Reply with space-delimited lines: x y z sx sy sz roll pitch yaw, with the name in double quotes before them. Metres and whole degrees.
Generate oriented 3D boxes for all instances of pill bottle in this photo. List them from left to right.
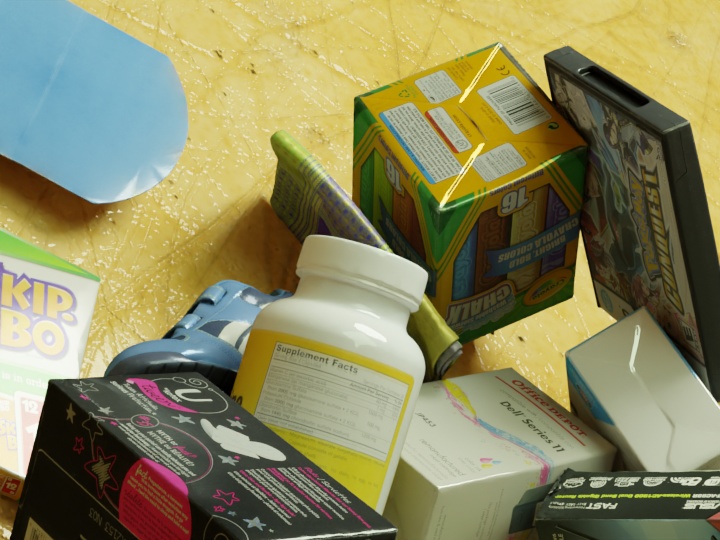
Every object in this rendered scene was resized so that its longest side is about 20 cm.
"pill bottle" -0.025 0.086 1.510 0.112 0.112 0.201 21 80 -25

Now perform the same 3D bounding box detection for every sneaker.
"sneaker" -0.096 0.054 1.585 0.200 0.074 0.082 -4 52 -49

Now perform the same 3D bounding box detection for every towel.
"towel" 0.000 0.000 1.680 0.023 0.144 0.200 -36 81 -12

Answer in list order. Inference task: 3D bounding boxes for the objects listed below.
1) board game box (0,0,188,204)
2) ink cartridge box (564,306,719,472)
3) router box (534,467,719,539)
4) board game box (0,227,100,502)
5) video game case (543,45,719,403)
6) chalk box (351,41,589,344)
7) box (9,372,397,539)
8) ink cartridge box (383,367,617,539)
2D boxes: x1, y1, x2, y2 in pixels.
"board game box" -0.215 -0.115 1.662 0.199 0.039 0.158 28 46 -11
"ink cartridge box" 0.200 0.119 1.678 0.067 0.200 0.116 -32 67 -7
"router box" 0.207 0.223 1.554 0.062 0.149 0.201 -46 126 -52
"board game box" -0.218 0.048 1.518 0.095 0.030 0.200 28 39 -20
"video game case" 0.187 -0.033 1.641 0.025 0.201 0.181 -22 27 -13
"chalk box" 0.072 -0.034 1.729 0.124 0.200 0.125 -22 51 -20
"box" -0.093 0.158 1.380 0.114 0.133 0.200 0 24 -40
"ink cartridge box" 0.084 0.124 1.620 0.199 0.068 0.117 -8 33 -39
